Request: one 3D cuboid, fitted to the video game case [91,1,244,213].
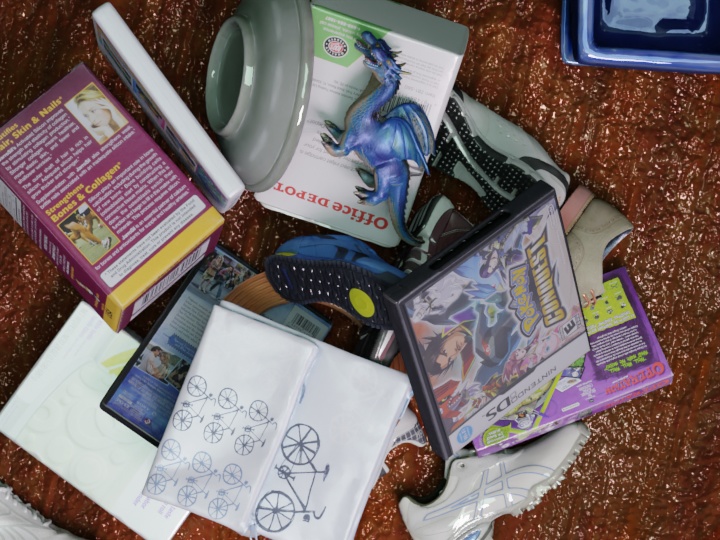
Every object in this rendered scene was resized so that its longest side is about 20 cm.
[{"bbox_3d":[-0.174,-0.142,1.683,0.024,0.182,0.201,-36,92,-7],"label":"video game case"}]

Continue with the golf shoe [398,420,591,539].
[{"bbox_3d":[0.125,0.193,1.758,0.200,0.078,0.097,-40,86,-3],"label":"golf shoe"}]

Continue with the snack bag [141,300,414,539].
[{"bbox_3d":[-0.071,0.147,1.651,0.198,0.021,0.190,22,81,5],"label":"snack bag"}]

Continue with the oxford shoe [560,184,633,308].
[{"bbox_3d":[0.187,0.017,1.736,0.073,0.071,0.201,29,77,9],"label":"oxford shoe"}]

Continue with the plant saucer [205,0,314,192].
[{"bbox_3d":[-0.100,-0.172,1.677,0.050,0.200,0.202,6,90,-24],"label":"plant saucer"}]

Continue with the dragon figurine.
[{"bbox_3d":[0.032,-0.109,1.633,0.099,0.059,0.201,-26,108,19],"label":"dragon figurine"}]

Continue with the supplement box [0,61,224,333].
[{"bbox_3d":[-0.239,-0.065,1.696,0.131,0.103,0.200,-40,85,-18],"label":"supplement box"}]

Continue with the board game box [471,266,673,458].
[{"bbox_3d":[0.181,0.086,1.759,0.198,0.032,0.121,-20,64,-2],"label":"board game box"}]

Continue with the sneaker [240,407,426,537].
[{"bbox_3d":[-0.031,0.192,1.751,0.200,0.076,0.081,-40,98,-2],"label":"sneaker"}]

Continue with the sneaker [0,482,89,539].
[{"bbox_3d":[-0.330,0.239,1.739,0.198,0.075,0.082,12,81,-3],"label":"sneaker"}]

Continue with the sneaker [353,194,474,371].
[{"bbox_3d":[0.077,0.035,1.731,0.115,0.076,0.201,31,65,-12],"label":"sneaker"}]

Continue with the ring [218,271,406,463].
[{"bbox_3d":[-0.049,0.088,1.720,0.198,0.019,0.202,6,59,-11],"label":"ring"}]

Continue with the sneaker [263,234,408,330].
[{"bbox_3d":[0.000,0.000,1.680,0.078,0.199,0.066,-33,120,-32],"label":"sneaker"}]

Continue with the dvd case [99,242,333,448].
[{"bbox_3d":[-0.131,0.087,1.727,0.142,0.018,0.201,34,63,-2],"label":"dvd case"}]

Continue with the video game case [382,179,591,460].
[{"bbox_3d":[0.116,0.046,1.641,0.180,0.025,0.201,-35,133,-18],"label":"video game case"}]

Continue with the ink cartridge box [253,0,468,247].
[{"bbox_3d":[0.000,-0.142,1.703,0.145,0.084,0.201,19,117,-1],"label":"ink cartridge box"}]

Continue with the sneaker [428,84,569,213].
[{"bbox_3d":[0.115,-0.118,1.763,0.200,0.080,0.074,45,126,10],"label":"sneaker"}]

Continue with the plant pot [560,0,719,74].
[{"bbox_3d":[0.281,-0.276,1.706,0.198,0.180,0.202,2,90,-4],"label":"plant pot"}]

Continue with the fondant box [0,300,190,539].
[{"bbox_3d":[-0.222,0.143,1.747,0.199,0.058,0.145,36,88,-4],"label":"fondant box"}]
